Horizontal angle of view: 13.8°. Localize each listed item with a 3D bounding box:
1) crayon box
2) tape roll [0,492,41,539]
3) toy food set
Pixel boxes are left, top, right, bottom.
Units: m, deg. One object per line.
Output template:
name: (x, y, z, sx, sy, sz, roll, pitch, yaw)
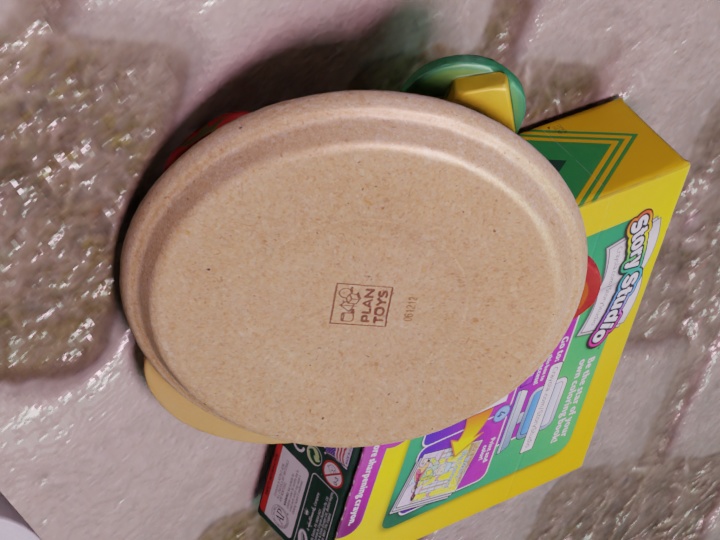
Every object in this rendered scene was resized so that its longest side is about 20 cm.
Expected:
crayon box: (0.052, 0.032, 1.387, 0.172, 0.058, 0.200, -21, 142, -37)
tape roll: (-0.222, 0.153, 1.193, 0.200, 0.066, 0.201, -31, 147, -23)
toy food set: (0.000, 0.000, 1.226, 0.197, 0.049, 0.200, -8, 132, 2)
